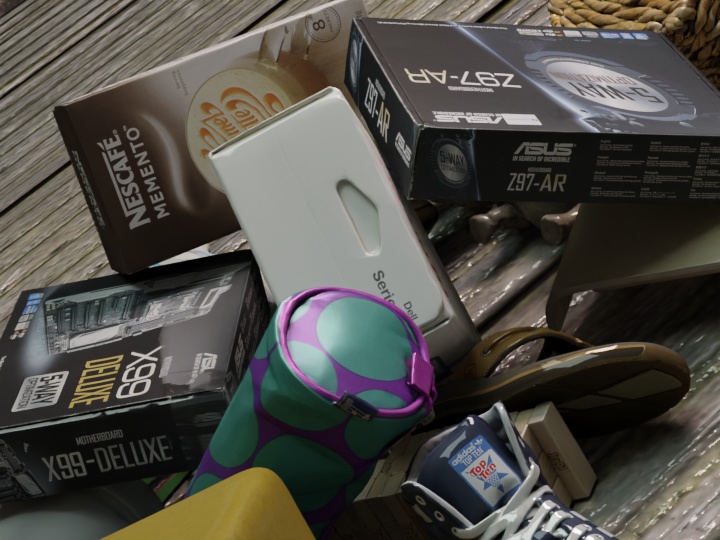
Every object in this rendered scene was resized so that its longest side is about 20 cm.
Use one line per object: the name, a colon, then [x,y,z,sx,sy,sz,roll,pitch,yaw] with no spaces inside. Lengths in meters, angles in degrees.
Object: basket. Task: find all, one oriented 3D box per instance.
basket: [0.248,-0.190,1.381,0.200,0.148,0.144,22,90,64]

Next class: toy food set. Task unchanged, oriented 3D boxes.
toy food set: [0.209,-0.030,1.117,0.199,0.061,0.144,-11,39,36]

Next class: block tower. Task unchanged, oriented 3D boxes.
block tower: [0.024,0.126,1.036,0.199,0.054,0.058,-18,26,33]

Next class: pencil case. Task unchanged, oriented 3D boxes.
pencil case: [-0.035,0.107,0.969,0.201,0.092,0.085,-62,1,34]

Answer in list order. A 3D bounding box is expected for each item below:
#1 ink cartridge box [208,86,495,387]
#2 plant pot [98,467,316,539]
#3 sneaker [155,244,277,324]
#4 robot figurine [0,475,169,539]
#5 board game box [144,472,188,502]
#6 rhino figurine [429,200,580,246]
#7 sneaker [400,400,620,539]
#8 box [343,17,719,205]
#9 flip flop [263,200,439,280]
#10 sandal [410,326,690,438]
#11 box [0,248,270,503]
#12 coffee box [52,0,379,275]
ink cartridge box: [0.000,0.000,1.093,0.087,0.146,0.200,-27,-14,2]
plant pot: [-0.076,0.197,0.850,0.195,0.195,0.200,-26,13,16]
sneaker: [-0.072,0.027,1.303,0.086,0.075,0.200,-31,44,-31]
robot figurine: [-0.177,0.185,1.101,0.169,0.113,0.200,-5,33,31]
board game box: [-0.174,0.140,1.310,0.134,0.029,0.200,-6,33,46]
rhino figurine: [0.108,-0.056,1.301,0.087,0.060,0.200,-20,14,-27]
sneaker: [0.087,0.126,0.872,0.070,0.109,0.200,-39,22,-16]
box: [0.104,-0.091,1.094,0.198,0.044,0.160,1,28,-14]
flip flop: [-0.013,-0.029,1.303,0.081,0.058,0.200,-48,-16,27]
sandal: [0.086,0.061,1.049,0.199,0.081,0.055,-20,58,44]
box: [-0.140,0.059,1.143,0.157,0.050,0.200,-11,23,7]
coffee box: [-0.079,-0.085,1.212,0.199,0.115,0.080,-23,9,-12]
